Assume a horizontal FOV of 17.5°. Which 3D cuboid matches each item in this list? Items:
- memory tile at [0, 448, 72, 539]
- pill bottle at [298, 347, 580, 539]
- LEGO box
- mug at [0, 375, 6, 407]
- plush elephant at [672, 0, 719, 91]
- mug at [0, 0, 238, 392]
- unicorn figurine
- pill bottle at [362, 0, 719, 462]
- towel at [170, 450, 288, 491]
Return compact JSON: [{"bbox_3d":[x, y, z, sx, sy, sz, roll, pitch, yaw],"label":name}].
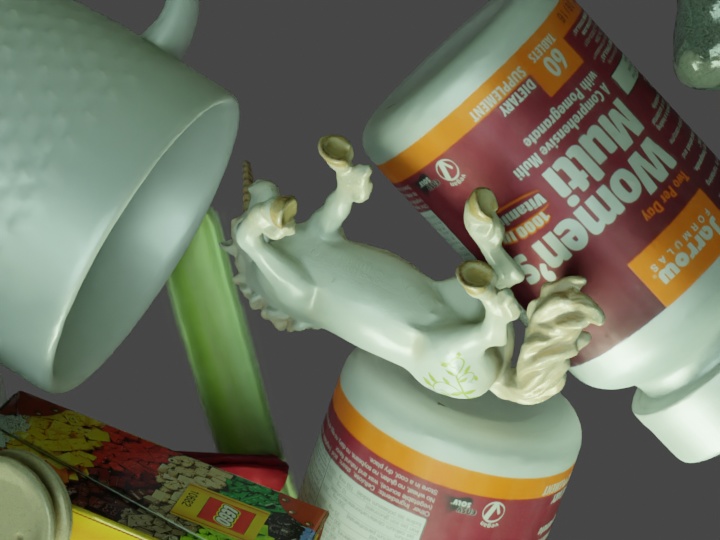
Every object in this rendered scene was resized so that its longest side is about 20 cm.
[{"bbox_3d":[-0.215,0.081,0.961,0.200,0.017,0.153,44,117,16],"label":"memory tile"},{"bbox_3d":[0.017,0.139,1.054,0.110,0.110,0.200,19,110,2],"label":"pill bottle"},{"bbox_3d":[-0.118,0.175,1.001,0.149,0.077,0.200,21,111,5],"label":"LEGO box"},{"bbox_3d":[-0.257,0.094,1.083,0.200,0.148,0.175,36,109,28],"label":"mug"},{"bbox_3d":[0.163,-0.171,0.909,0.165,0.155,0.200,-23,104,15],"label":"plush elephant"},{"bbox_3d":[-0.151,-0.077,1.000,0.175,0.148,0.200,31,84,8],"label":"mug"},{"bbox_3d":[0.000,0.000,0.963,0.200,0.074,0.137,39,156,17],"label":"unicorn figurine"},{"bbox_3d":[0.104,-0.020,0.995,0.110,0.110,0.200,-41,98,19],"label":"pill bottle"},{"bbox_3d":[-0.123,0.167,1.096,0.145,0.022,0.200,6,116,-36],"label":"towel"}]
